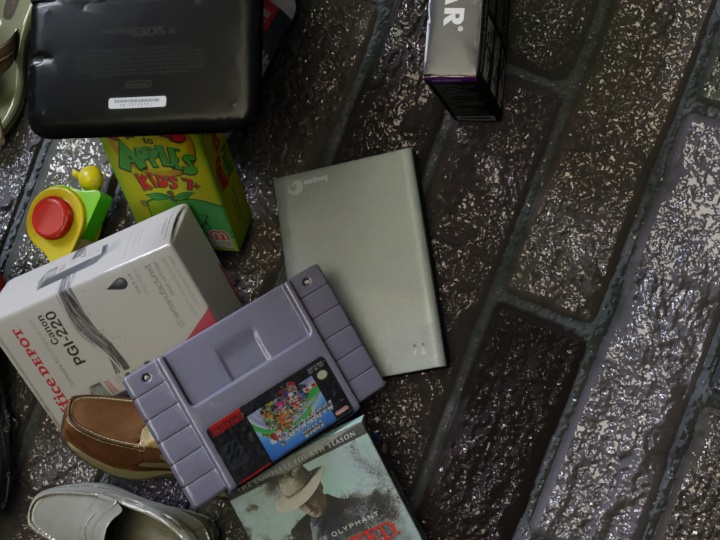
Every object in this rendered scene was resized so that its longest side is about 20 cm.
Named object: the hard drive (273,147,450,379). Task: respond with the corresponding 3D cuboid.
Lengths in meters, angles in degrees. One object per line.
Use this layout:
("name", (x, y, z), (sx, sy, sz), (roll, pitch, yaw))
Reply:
("hard drive", (0.000, 0.000, 1.045), (0.137, 0.033, 0.204), (-11, 81, 15))

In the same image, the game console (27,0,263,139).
("game console", (-0.162, -0.190, 0.944), (0.196, 0.116, 0.180), (-1, 84, 13))

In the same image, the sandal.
("sandal", (-0.382, -0.231, 1.166), (0.078, 0.057, 0.205), (12, 87, 17))

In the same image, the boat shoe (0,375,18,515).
("boat shoe", (-0.383, 0.158, 1.124), (0.073, 0.062, 0.203), (-14, 65, 10))

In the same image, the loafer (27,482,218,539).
("loafer", (-0.231, 0.242, 1.065), (0.196, 0.070, 0.071), (4, 85, 16))

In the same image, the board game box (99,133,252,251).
("board game box", (-0.173, -0.104, 1.023), (0.100, 0.202, 0.048), (5, 51, 16))

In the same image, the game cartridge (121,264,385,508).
("game cartridge", (-0.088, 0.099, 0.971), (0.198, 0.038, 0.131), (-31, 84, -18))

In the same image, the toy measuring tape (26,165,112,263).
("toy measuring tape", (-0.310, -0.013, 1.117), (0.073, 0.073, 0.203), (25, 91, 17))

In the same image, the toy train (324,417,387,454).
("toy train", (-0.061, 0.129, 1.011), (0.198, 0.034, 0.046), (27, 55, -9))

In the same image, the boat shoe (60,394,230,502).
("boat shoe", (-0.165, 0.144, 1.008), (0.074, 0.197, 0.076), (-54, 30, 35))

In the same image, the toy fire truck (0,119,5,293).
("toy fire truck", (-0.389, -0.034, 1.077), (0.177, 0.127, 0.201), (50, 141, 21))

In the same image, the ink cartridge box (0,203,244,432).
("ink cartridge box", (-0.219, 0.050, 1.043), (0.197, 0.085, 0.147), (-21, 116, 14))

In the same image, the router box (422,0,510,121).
("router box", (0.098, -0.247, 0.983), (0.050, 0.149, 0.204), (3, 84, 15))

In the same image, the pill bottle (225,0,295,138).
("pill bottle", (-0.129, -0.239, 1.062), (0.118, 0.119, 0.202), (29, 93, 17))

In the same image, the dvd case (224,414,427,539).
("dvd case", (-0.014, 0.247, 0.996), (0.144, 0.022, 0.203), (-26, 95, 11))
